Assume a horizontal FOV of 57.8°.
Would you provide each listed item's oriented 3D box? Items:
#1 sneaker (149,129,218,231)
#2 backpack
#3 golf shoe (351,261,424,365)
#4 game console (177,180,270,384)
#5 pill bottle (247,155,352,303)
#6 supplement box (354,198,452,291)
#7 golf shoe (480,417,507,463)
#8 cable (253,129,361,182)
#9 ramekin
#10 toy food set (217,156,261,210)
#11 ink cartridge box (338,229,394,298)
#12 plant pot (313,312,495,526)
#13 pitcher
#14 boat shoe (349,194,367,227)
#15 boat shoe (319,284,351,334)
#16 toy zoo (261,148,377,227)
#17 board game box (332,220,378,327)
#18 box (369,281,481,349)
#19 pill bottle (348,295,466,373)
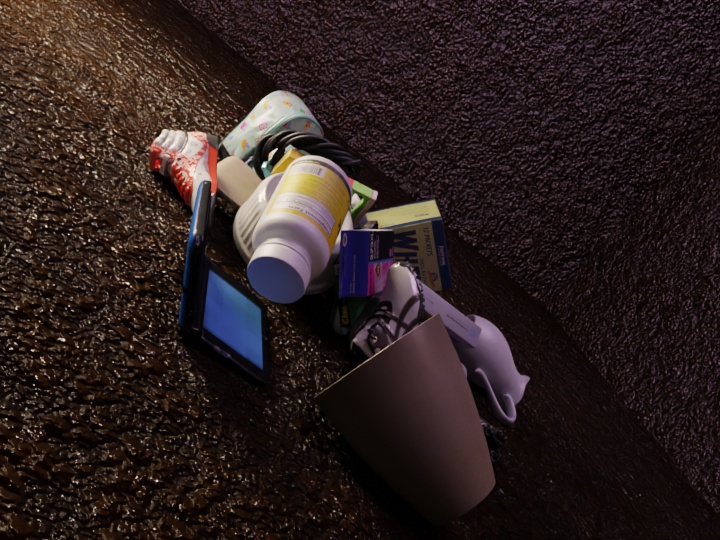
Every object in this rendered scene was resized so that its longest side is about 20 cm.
[{"bbox_3d":[-0.280,-0.145,1.028,0.105,0.068,0.205,6,48,-18],"label":"sneaker"},{"bbox_3d":[-0.173,-0.261,1.360,0.154,0.201,0.175,47,15,25],"label":"backpack"},{"bbox_3d":[0.036,0.083,0.933,0.092,0.206,0.077,10,-11,-30],"label":"golf shoe"},{"bbox_3d":[-0.156,0.008,0.798,0.115,0.175,0.201,8,24,-14],"label":"game console"},{"bbox_3d":[-0.085,-0.057,0.900,0.110,0.111,0.203,36,45,-16],"label":"pill bottle"},{"bbox_3d":[0.073,-0.041,1.306,0.200,0.194,0.138,-85,163,-73],"label":"supplement box"},{"bbox_3d":[0.135,0.232,1.029,0.199,0.078,0.094,40,-4,-15],"label":"golf shoe"},{"bbox_3d":[-0.089,-0.186,1.138,0.164,0.195,0.052,53,42,-43],"label":"cable"},{"bbox_3d":[-0.100,-0.069,1.055,0.198,0.095,0.206,21,42,-20],"label":"ramekin"},{"bbox_3d":[-0.202,-0.113,1.166,0.199,0.061,0.144,39,26,-4],"label":"toy food set"},{"bbox_3d":[0.012,-0.014,1.001,0.036,0.098,0.199,3,5,19],"label":"ink cartridge box"},{"bbox_3d":[0.071,0.189,0.783,0.203,0.185,0.187,57,17,8],"label":"plant pot"},{"bbox_3d":[0.268,0.208,1.371,0.201,0.120,0.172,50,27,-12],"label":"pitcher"},{"bbox_3d":[-0.040,-0.120,1.280,0.074,0.061,0.200,69,-11,-21],"label":"boat shoe"},{"bbox_3d":[-0.045,0.037,1.122,0.088,0.073,0.202,9,31,8],"label":"boat shoe"},{"bbox_3d":[-0.082,-0.138,1.138,0.196,0.131,0.021,25,56,-14],"label":"toy zoo"},{"bbox_3d":[0.000,0.000,1.052,0.023,0.108,0.200,2,21,16],"label":"board game box"},{"bbox_3d":[0.092,0.087,1.139,0.155,0.042,0.198,36,-26,-20],"label":"box"},{"bbox_3d":[0.082,0.136,1.067,0.198,0.105,0.105,36,15,-22],"label":"pill bottle"}]
